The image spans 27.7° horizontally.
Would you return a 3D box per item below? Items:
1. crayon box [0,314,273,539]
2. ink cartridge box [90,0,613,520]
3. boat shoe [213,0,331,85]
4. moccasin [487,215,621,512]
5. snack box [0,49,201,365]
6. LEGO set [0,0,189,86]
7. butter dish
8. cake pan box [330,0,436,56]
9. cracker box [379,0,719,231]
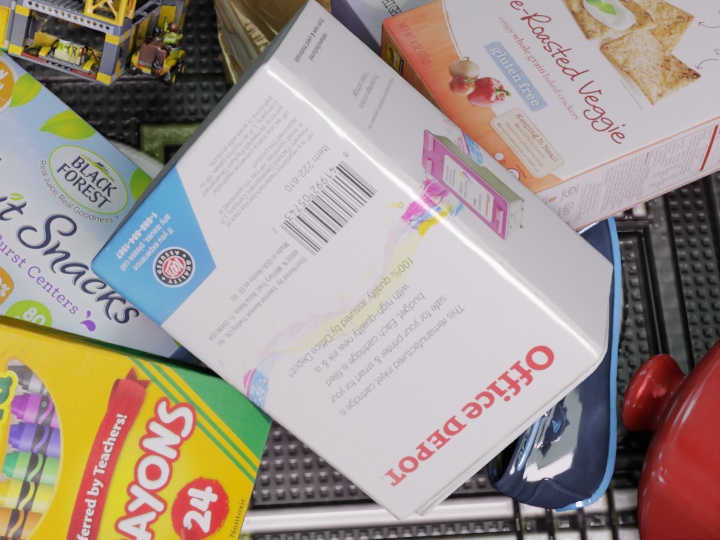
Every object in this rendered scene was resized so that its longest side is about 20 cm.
[{"bbox_3d":[-0.143,0.093,0.668,0.199,0.051,0.128,17,88,-36],"label":"crayon box"},{"bbox_3d":[0.000,0.000,0.684,0.200,0.144,0.085,41,30,-10],"label":"ink cartridge box"},{"bbox_3d":[-0.051,-0.124,0.827,0.073,0.069,0.202,-12,72,-32],"label":"boat shoe"},{"bbox_3d":[0.096,0.023,0.772,0.068,0.080,0.202,9,65,-26],"label":"moccasin"},{"bbox_3d":[-0.182,0.004,0.765,0.200,0.068,0.169,41,71,9],"label":"snack box"},{"bbox_3d":[-0.175,-0.188,0.786,0.198,0.117,0.154,21,23,8],"label":"LEGO set"},{"bbox_3d":[0.197,0.091,0.726,0.147,0.200,0.200,29,66,31],"label":"butter dish"},{"bbox_3d":[0.051,-0.208,0.880,0.183,0.052,0.201,-29,75,-17],"label":"cake pan box"},{"bbox_3d":[0.126,-0.103,0.778,0.199,0.058,0.134,-22,59,-17],"label":"cracker box"}]
